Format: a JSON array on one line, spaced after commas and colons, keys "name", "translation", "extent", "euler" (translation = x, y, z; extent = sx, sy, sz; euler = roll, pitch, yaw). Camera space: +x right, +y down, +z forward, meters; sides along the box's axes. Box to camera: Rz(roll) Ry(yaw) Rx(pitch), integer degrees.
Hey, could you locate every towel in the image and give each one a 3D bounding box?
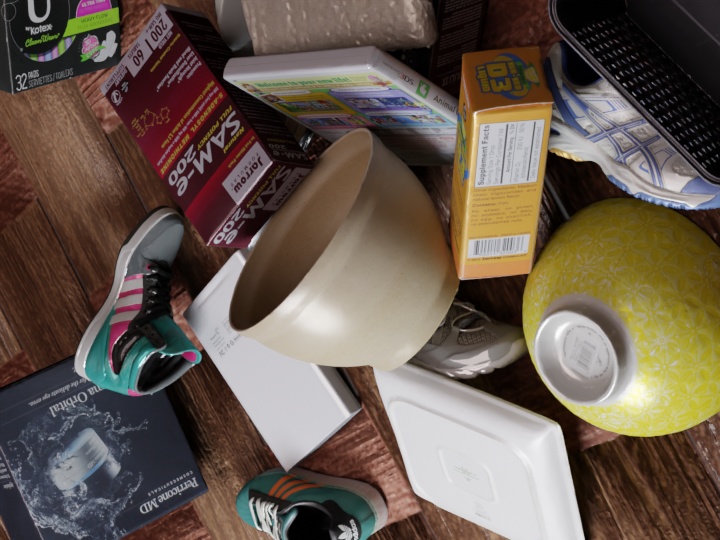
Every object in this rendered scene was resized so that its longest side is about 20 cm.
[{"name": "towel", "translation": [-0.024, -0.239, 1.285], "extent": [0.199, 0.034, 0.134], "euler": [1, 109, 41]}]

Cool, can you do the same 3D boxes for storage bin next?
[{"name": "storage bin", "translation": [0.250, -0.177, 1.126], "extent": [0.200, 0.093, 0.136], "euler": [48, 133, 15]}]

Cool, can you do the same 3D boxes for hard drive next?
[{"name": "hard drive", "translation": [-0.093, 0.091, 1.603], "extent": [0.201, 0.027, 0.132], "euler": [55, 134, 10]}]

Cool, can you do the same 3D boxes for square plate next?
[{"name": "square plate", "translation": [0.103, 0.174, 1.405], "extent": [0.199, 0.028, 0.199], "euler": [20, 143, 34]}]

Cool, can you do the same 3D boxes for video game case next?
[{"name": "video game case", "translation": [0.010, -0.133, 1.304], "extent": [0.199, 0.181, 0.022], "euler": [5, 72, 51]}]

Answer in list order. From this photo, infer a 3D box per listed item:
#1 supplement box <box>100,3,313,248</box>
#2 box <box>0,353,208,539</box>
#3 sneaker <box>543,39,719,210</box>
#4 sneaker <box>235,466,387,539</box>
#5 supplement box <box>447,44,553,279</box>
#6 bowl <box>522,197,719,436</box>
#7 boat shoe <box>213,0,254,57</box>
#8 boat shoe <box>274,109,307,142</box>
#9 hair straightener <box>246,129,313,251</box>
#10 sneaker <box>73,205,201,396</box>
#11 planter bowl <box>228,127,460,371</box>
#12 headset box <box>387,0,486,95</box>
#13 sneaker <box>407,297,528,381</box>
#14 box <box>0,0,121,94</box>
[{"name": "supplement box", "translation": [-0.140, -0.129, 1.404], "extent": [0.109, 0.061, 0.201], "euler": [-48, 64, 24]}, {"name": "box", "translation": [-0.301, 0.195, 1.703], "extent": [0.117, 0.196, 0.201], "euler": [-20, 94, 60]}, {"name": "sneaker", "translation": [0.213, -0.114, 1.200], "extent": [0.199, 0.075, 0.089], "euler": [27, 124, 31]}, {"name": "sneaker", "translation": [-0.069, 0.249, 1.610], "extent": [0.199, 0.080, 0.072], "euler": [-5, 105, 44]}, {"name": "supplement box", "translation": [0.108, -0.081, 1.229], "extent": [0.201, 0.068, 0.067], "euler": [93, 171, -50]}, {"name": "bowl", "translation": [0.200, 0.052, 1.261], "extent": [0.199, 0.107, 0.202], "euler": [19, 121, 36]}, {"name": "boat shoe", "translation": [-0.109, -0.283, 1.436], "extent": [0.064, 0.070, 0.202], "euler": [-128, 26, -60]}, {"name": "boat shoe", "translation": [-0.119, -0.152, 1.464], "extent": [0.199, 0.065, 0.073], "euler": [14, 91, 52]}, {"name": "hair straightener", "translation": [-0.067, -0.096, 1.481], "extent": [0.201, 0.041, 0.077], "euler": [-64, 35, 31]}, {"name": "sneaker", "translation": [-0.207, 0.044, 1.613], "extent": [0.120, 0.083, 0.201], "euler": [28, 96, 29]}, {"name": "planter bowl", "translation": [0.000, 0.000, 1.325], "extent": [0.134, 0.201, 0.200], "euler": [34, 138, -19]}, {"name": "headset box", "translation": [0.029, -0.242, 1.312], "extent": [0.148, 0.077, 0.202], "euler": [26, 125, 32]}, {"name": "sneaker", "translation": [0.062, 0.043, 1.404], "extent": [0.199, 0.074, 0.083], "euler": [10, 116, 40]}, {"name": "box", "translation": [-0.335, -0.299, 1.569], "extent": [0.124, 0.148, 0.202], "euler": [19, 120, 37]}]
